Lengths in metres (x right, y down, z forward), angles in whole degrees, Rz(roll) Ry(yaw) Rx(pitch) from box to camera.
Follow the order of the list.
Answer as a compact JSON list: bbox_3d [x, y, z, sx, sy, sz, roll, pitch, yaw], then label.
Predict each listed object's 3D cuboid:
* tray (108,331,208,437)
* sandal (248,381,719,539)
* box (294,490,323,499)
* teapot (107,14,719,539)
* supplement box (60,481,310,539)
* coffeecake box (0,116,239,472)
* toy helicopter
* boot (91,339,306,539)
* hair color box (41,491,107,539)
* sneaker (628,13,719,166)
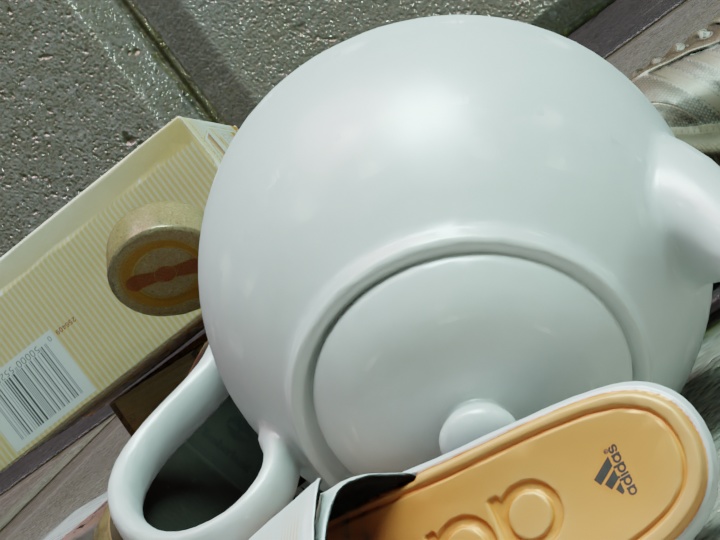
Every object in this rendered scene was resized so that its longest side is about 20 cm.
[{"bbox_3d":[-0.024,0.015,1.028,0.200,0.037,0.099,-36,3,-36],"label":"tray"},{"bbox_3d":[0.008,0.091,0.625,0.206,0.079,0.059,-35,-25,18],"label":"sandal"},{"bbox_3d":[-0.069,0.157,0.822,0.200,0.046,0.159,-33,7,43],"label":"box"},{"bbox_3d":[0.031,0.020,0.714,0.146,0.196,0.201,-92,19,-57],"label":"teapot"},{"bbox_3d":[-0.046,0.100,1.012,0.200,0.074,0.126,-33,6,39],"label":"supplement box"},{"bbox_3d":[-0.105,0.005,0.945,0.153,0.073,0.200,-39,0,4],"label":"coffeecake box"},{"bbox_3d":[0.000,0.000,0.816,0.079,0.199,0.133,-102,28,-45],"label":"toy helicopter"},{"bbox_3d":[-0.059,0.079,0.839,0.075,0.074,0.200,-46,0,35],"label":"boot"},{"bbox_3d":[-0.182,0.199,1.147,0.200,0.061,0.099,-41,6,-41],"label":"hair color box"},{"bbox_3d":[0.151,-0.067,0.831,0.199,0.076,0.071,-12,-32,13],"label":"sneaker"}]
